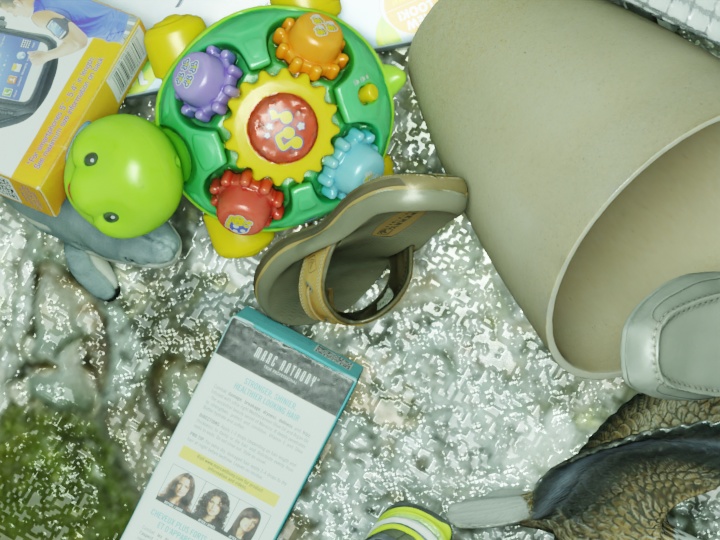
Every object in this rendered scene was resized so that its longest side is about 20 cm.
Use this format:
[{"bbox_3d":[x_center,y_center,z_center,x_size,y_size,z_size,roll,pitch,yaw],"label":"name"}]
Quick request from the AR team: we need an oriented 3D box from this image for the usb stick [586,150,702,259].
[{"bbox_3d":[0.198,-0.050,1.637,0.200,0.033,0.055,-42,90,5],"label":"usb stick"}]

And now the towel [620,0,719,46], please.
[{"bbox_3d":[0.207,-0.205,1.544,0.200,0.086,0.166,24,91,-10],"label":"towel"}]

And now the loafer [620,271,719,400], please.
[{"bbox_3d":[0.219,0.033,1.533,0.070,0.200,0.070,6,102,45],"label":"loafer"}]

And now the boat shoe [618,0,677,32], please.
[{"bbox_3d":[0.138,-0.230,1.612,0.060,0.072,0.202,-11,104,19],"label":"boat shoe"}]

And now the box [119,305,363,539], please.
[{"bbox_3d":[-0.079,0.128,1.651,0.082,0.049,0.200,28,99,2],"label":"box"}]

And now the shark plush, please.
[{"bbox_3d":[-0.185,-0.066,1.639,0.200,0.083,0.091,42,95,1],"label":"shark plush"}]

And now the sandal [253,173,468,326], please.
[{"bbox_3d":[0.000,0.000,1.577,0.080,0.200,0.054,-3,72,-28],"label":"sandal"}]

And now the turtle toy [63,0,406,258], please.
[{"bbox_3d":[-0.068,-0.075,1.567,0.200,0.101,0.146,-20,100,-3],"label":"turtle toy"}]

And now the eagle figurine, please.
[{"bbox_3d":[0.160,0.126,1.598,0.151,0.152,0.200,16,114,-32],"label":"eagle figurine"}]

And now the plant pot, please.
[{"bbox_3d":[0.121,-0.075,1.567,0.187,0.187,0.200,-44,56,5],"label":"plant pot"}]

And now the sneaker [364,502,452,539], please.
[{"bbox_3d":[-0.007,0.232,1.624,0.074,0.081,0.200,22,111,25],"label":"sneaker"}]

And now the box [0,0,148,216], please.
[{"bbox_3d":[-0.232,-0.121,1.611,0.200,0.041,0.119,22,71,18],"label":"box"}]

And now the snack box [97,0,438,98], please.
[{"bbox_3d":[-0.056,-0.186,1.639,0.199,0.053,0.143,-11,94,5],"label":"snack box"}]
